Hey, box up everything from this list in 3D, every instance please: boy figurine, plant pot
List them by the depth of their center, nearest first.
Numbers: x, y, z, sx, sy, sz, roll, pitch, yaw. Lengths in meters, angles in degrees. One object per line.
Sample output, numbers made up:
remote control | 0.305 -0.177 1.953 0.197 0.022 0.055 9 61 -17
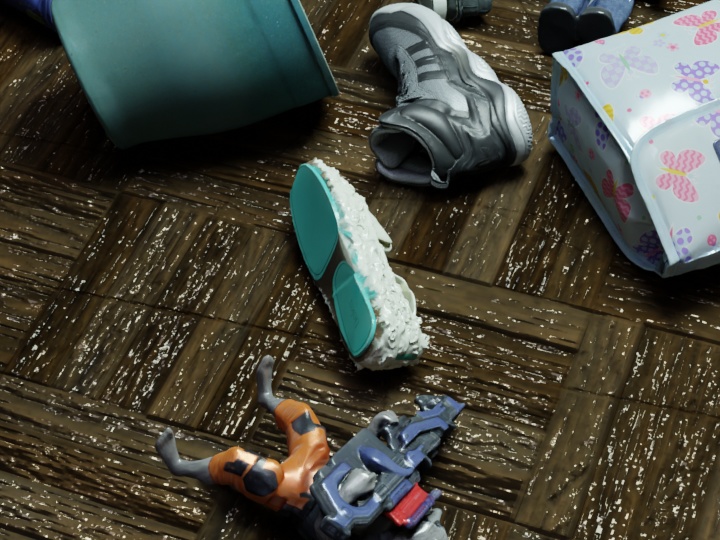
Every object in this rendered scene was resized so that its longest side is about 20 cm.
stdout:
plant pot | -0.142 -0.195 1.388 0.187 0.201 0.201 -25 49 1
boy figurine | 0.220 -0.270 1.511 0.123 0.065 0.201 12 52 17

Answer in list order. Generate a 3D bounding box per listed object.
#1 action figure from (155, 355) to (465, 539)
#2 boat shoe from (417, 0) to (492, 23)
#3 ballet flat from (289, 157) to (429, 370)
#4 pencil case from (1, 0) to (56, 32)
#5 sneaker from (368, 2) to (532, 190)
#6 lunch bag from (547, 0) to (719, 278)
action figure | -0.013 0.140 1.151 0.193 0.105 0.200 34 30 21
boat shoe | 0.071 -0.308 1.540 0.060 0.076 0.201 -7 68 -11
ballet flat | 0.000 0.000 1.285 0.071 0.072 0.201 -13 50 -9
pencil case | -0.314 -0.286 1.544 0.199 0.078 0.087 32 79 27
sneaker | 0.042 -0.142 1.392 0.113 0.076 0.200 -27 54 -24
lunch bag | 0.261 -0.099 1.311 0.168 0.128 0.201 -19 56 -11
